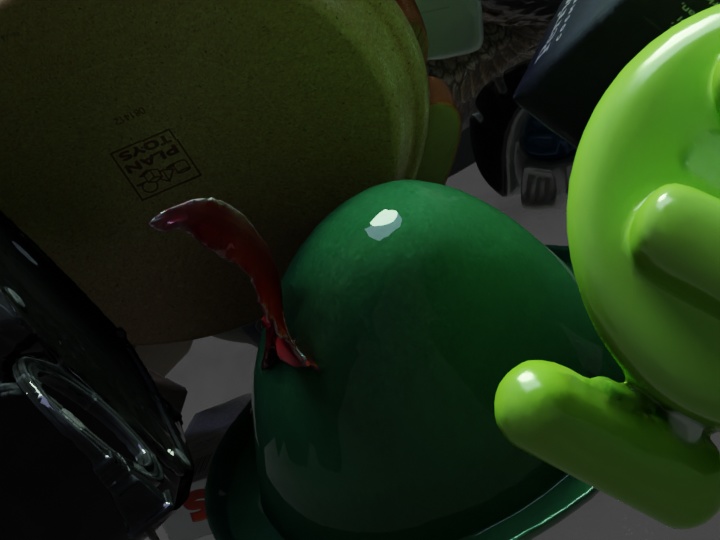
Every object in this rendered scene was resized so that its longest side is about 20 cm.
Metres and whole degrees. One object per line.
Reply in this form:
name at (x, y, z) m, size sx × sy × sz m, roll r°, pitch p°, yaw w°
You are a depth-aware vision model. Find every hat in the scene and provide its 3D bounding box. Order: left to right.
hat at (-0.005, -0.015, 0.869) m, size 0.165 × 0.176 × 0.200 m, roll -40°, pitch 29°, yaw -18°

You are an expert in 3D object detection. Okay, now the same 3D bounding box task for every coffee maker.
coffee maker at (-0.160, 0.080, 0.838) m, size 0.200 × 0.135 × 0.192 m, roll -44°, pitch 4°, yaw 3°

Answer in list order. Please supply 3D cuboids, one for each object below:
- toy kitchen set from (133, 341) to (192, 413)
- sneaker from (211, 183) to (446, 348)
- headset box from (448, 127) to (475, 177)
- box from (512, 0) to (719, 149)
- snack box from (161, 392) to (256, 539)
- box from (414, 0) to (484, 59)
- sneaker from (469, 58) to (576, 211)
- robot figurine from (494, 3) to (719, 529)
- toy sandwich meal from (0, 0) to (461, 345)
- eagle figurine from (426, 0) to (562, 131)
toy kitchen set at (-0.162, 0.080, 1.065) m, size 0.199 × 0.181 × 0.163 m, roll 26°, pitch 14°, yaw 30°
sneaker at (0.000, 0.000, 1.098) m, size 0.090 × 0.067 × 0.200 m, roll 26°, pitch 19°, yaw 25°
headset box at (0.041, -0.117, 1.359) m, size 0.174 × 0.093 × 0.200 m, roll -30°, pitch 16°, yaw -14°
box at (0.173, -0.133, 0.934) m, size 0.200 × 0.117 × 0.197 m, roll -43°, pitch 15°, yaw 54°
snack box at (0.026, 0.041, 0.981) m, size 0.199 × 0.024 × 0.072 m, roll -20°, pitch 15°, yaw 18°
box at (-0.078, -0.159, 1.026) m, size 0.198 × 0.131 × 0.200 m, roll -13°, pitch 36°, yaw -7°
sneaker at (0.143, -0.083, 1.130) m, size 0.199 × 0.075 × 0.087 m, roll -12°, pitch 10°, yaw 34°
robot figurine at (0.116, -0.012, 0.787) m, size 0.176 × 0.115 × 0.200 m, roll -64°, pitch -6°, yaw 0°
toy sandwich meal at (-0.064, -0.056, 0.938) m, size 0.204 × 0.205 × 0.070 m, roll -22°, pitch 42°, yaw 11°
eagle figurine at (0.044, -0.117, 1.178) m, size 0.150 × 0.152 × 0.200 m, roll 13°, pitch 45°, yaw 27°
